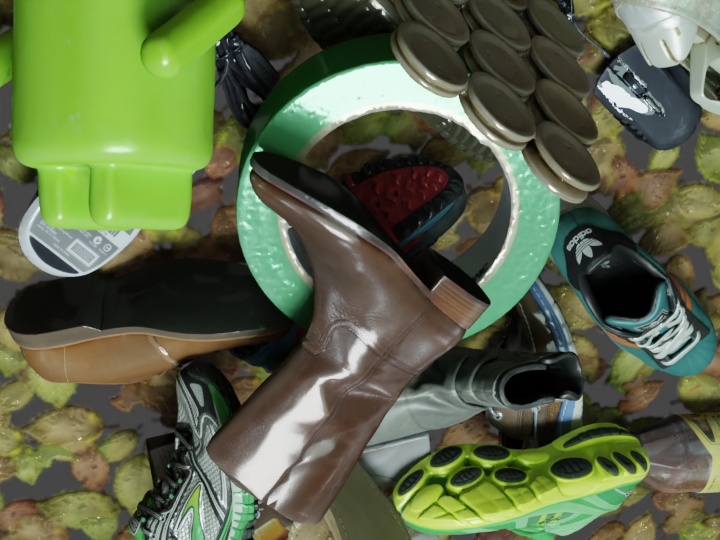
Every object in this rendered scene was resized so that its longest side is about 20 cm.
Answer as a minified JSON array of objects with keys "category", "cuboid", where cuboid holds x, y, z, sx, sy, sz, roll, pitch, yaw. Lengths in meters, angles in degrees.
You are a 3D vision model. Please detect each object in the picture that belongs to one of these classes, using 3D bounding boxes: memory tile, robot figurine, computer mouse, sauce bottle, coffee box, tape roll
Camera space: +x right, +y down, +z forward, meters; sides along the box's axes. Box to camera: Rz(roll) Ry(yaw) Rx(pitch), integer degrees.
[{"category":"memory tile","cuboid":[0.079,-0.132,0.949,0.153,0.201,0.017,33,122,-20]},{"category":"robot figurine","cuboid":[-0.141,-0.124,0.919,0.115,0.175,0.202,1,90,-50]},{"category":"computer mouse","cuboid":[-0.143,-0.080,1.022,0.200,0.044,0.110,-42,128,5]},{"category":"sauce bottle","cuboid":[0.271,0.145,1.273,0.199,0.066,0.066,-1,122,-18]},{"category":"coffee box","cuboid":[-0.049,0.166,1.181,0.199,0.080,0.115,-12,122,-9]},{"category":"tape roll","cuboid":[0.023,-0.045,0.993,0.199,0.048,0.202,-1,120,-1]},{"category":"computer mouse","cuboid":[0.167,-0.145,1.076,0.200,0.034,0.059,36,107,-31]}]

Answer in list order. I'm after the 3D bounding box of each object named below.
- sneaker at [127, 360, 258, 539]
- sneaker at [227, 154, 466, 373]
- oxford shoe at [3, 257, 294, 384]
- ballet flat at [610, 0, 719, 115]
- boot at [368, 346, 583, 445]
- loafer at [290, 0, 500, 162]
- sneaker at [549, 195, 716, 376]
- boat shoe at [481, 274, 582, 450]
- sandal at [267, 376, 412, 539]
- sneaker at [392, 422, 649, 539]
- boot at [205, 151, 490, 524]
[{"category":"sneaker","cuboid":[-0.112,0.155,1.067,0.085,0.078,0.201,-2,112,-12]},{"category":"sneaker","cuboid":[0.000,0.000,1.106,0.200,0.080,0.095,-38,138,17]},{"category":"oxford shoe","cuboid":[-0.132,0.040,1.073,0.199,0.072,0.072,-4,131,12]},{"category":"ballet flat","cuboid":[0.224,-0.150,1.062,0.199,0.067,0.063,28,75,-30]},{"category":"boot","cuboid":[0.051,0.078,1.066,0.199,0.130,0.068,-10,92,-46]},{"category":"loafer","cuboid":[0.035,-0.150,1.014,0.200,0.068,0.076,41,148,-22]},{"category":"sneaker","cuboid":[0.204,0.029,1.168,0.071,0.080,0.200,-42,124,12]},{"category":"boat shoe","cuboid":[0.123,0.090,1.188,0.072,0.072,0.201,-18,125,-6]},{"category":"sandal","cuboid":[-0.025,0.171,1.105,0.069,0.078,0.213,-25,91,34]},{"category":"sneaker","cuboid":[0.118,0.167,1.157,0.199,0.074,0.084,-6,130,-22]},{"category":"boot","cuboid":[-0.045,0.050,0.966,0.186,0.064,0.200,35,105,-22]}]
